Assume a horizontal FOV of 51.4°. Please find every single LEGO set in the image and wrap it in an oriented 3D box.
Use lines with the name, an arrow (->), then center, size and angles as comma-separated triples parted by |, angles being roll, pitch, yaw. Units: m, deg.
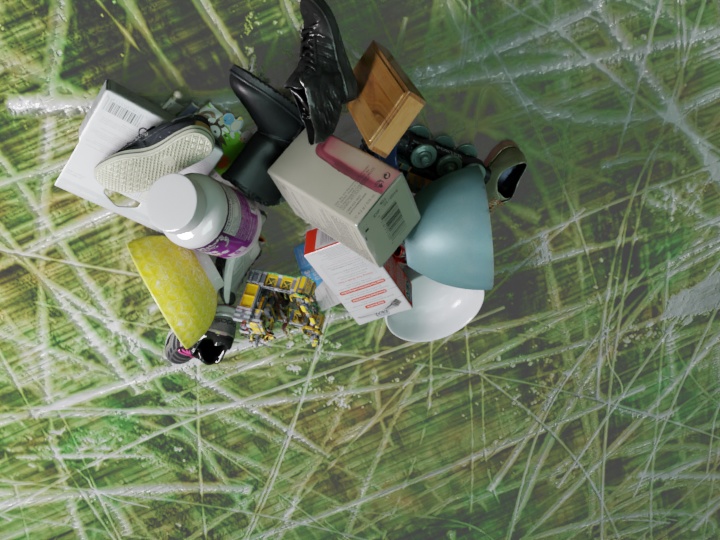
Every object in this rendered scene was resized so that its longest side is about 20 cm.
LEGO set -> -0.143, 0.092, 1.322 | 0.152, 0.117, 0.201 | 15, 154, 4

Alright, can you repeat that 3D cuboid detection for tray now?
tray -> 0.027, -0.262, 1.120 | 0.037, 0.201, 0.099 | 23, 116, -31

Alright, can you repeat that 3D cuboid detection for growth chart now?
growth chart -> -0.249, -0.200, 1.197 | 0.199, 0.018, 0.145 | 31, 111, -34

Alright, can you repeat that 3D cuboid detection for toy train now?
toy train -> 0.130, -0.173, 1.299 | 0.198, 0.086, 0.114 | 15, 129, -26

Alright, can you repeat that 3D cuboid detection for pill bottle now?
pill bottle -> -0.236, -0.084, 1.134 | 0.112, 0.113, 0.200 | -36, 165, 10

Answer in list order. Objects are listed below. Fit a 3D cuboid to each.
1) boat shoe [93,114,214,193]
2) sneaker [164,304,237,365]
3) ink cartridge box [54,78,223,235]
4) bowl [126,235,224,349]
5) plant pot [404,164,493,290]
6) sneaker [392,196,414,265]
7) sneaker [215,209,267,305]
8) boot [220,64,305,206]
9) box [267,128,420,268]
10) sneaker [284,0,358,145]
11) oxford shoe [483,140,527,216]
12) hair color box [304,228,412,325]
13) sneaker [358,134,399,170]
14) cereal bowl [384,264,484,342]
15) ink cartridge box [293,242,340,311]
boat shoe -> -0.301, -0.172, 1.097 | 0.198, 0.063, 0.075 | -21, 135, 15
sneaker -> -0.294, 0.137, 1.360 | 0.199, 0.088, 0.073 | -30, 137, 33
ink cartridge box -> -0.339, -0.167, 1.151 | 0.199, 0.044, 0.174 | 26, 114, -33
bowl -> -0.290, 0.016, 1.239 | 0.107, 0.200, 0.202 | -30, 130, -10
plant pot -> 0.137, -0.062, 1.222 | 0.133, 0.201, 0.202 | -7, 128, 4
sneaker -> 0.106, -0.051, 1.345 | 0.200, 0.067, 0.109 | 32, 67, -40
sneaker -> -0.209, -0.022, 1.306 | 0.078, 0.074, 0.202 | 0, 125, -25
boot -> -0.161, -0.203, 1.167 | 0.197, 0.073, 0.163 | 29, 101, -43
box -> -0.024, -0.117, 1.149 | 0.109, 0.199, 0.128 | -49, 148, -11
sneaker -> -0.070, -0.297, 1.102 | 0.103, 0.060, 0.202 | -30, 108, -22
oxford shoe -> 0.232, -0.135, 1.358 | 0.070, 0.074, 0.202 | 12, 121, -26
hair color box -> 0.000, 0.000, 1.286 | 0.110, 0.064, 0.201 | -18, 132, 21
sneaker -> 0.021, -0.194, 1.230 | 0.070, 0.077, 0.203 | -17, 108, -46
cereal bowl -> 0.133, 0.042, 1.443 | 0.197, 0.084, 0.202 | -10, 136, -10
ink cartridge box -> -0.008, -0.024, 1.368 | 0.198, 0.068, 0.116 | -25, 130, 2
